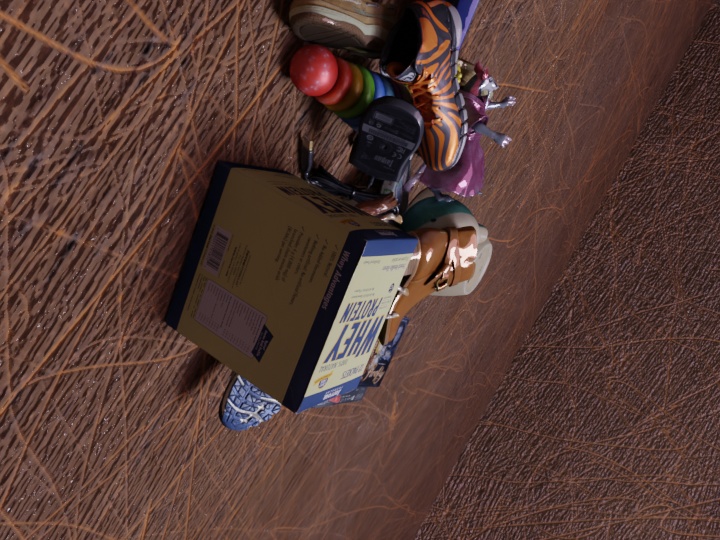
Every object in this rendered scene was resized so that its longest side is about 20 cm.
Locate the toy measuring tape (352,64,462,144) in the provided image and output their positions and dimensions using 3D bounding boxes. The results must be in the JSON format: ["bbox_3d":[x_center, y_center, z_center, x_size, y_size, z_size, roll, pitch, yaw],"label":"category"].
[{"bbox_3d":[0.077,-0.220,0.970,0.200,0.073,0.074,-45,153,-16],"label":"toy measuring tape"}]

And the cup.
[{"bbox_3d":[0.156,-0.033,1.279,0.200,0.142,0.202,-44,151,-33],"label":"cup"}]

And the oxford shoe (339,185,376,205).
[{"bbox_3d":[-0.016,-0.066,0.974,0.199,0.073,0.072,-30,141,-51],"label":"oxford shoe"}]

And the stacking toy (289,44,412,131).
[{"bbox_3d":[-0.016,-0.212,0.826,0.199,0.085,0.086,6,111,-58],"label":"stacking toy"}]

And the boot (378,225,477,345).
[{"bbox_3d":[0.093,0.024,1.026,0.153,0.074,0.202,-13,137,-21],"label":"boot"}]

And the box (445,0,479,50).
[{"bbox_3d":[0.117,-0.351,0.899,0.032,0.121,0.202,18,104,-24],"label":"box"}]

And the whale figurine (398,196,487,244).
[{"bbox_3d":[0.126,-0.046,1.124,0.157,0.105,0.200,-25,153,4],"label":"whale figurine"}]

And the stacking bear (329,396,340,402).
[{"bbox_3d":[-0.051,0.074,1.021,0.114,0.120,0.202,91,20,-84],"label":"stacking bear"}]

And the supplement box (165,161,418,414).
[{"bbox_3d":[-0.078,0.013,0.778,0.134,0.198,0.202,-6,122,-62],"label":"supplement box"}]

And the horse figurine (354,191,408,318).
[{"bbox_3d":[0.000,0.000,0.864,0.131,0.050,0.203,-8,110,-27],"label":"horse figurine"}]

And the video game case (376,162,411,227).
[{"bbox_3d":[0.046,-0.079,1.068,0.201,0.022,0.184,89,16,-55],"label":"video game case"}]

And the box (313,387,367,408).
[{"bbox_3d":[-0.024,0.156,1.229,0.159,0.051,0.199,-65,156,7],"label":"box"}]

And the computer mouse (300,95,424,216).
[{"bbox_3d":[0.000,-0.153,0.833,0.201,0.139,0.046,106,4,-57],"label":"computer mouse"}]

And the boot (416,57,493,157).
[{"bbox_3d":[0.137,-0.247,1.103,0.157,0.072,0.200,-63,159,7],"label":"boot"}]

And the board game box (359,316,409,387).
[{"bbox_3d":[0.008,0.125,1.160,0.137,0.034,0.200,-66,154,2],"label":"board game box"}]

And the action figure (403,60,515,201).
[{"bbox_3d":[0.154,-0.212,1.041,0.134,0.147,0.203,-59,156,-64],"label":"action figure"}]

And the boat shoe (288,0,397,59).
[{"bbox_3d":[-0.015,-0.287,0.768,0.199,0.071,0.077,-16,110,-64],"label":"boat shoe"}]

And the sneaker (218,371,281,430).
[{"bbox_3d":[-0.129,0.120,0.916,0.077,0.085,0.201,45,58,-26],"label":"sneaker"}]

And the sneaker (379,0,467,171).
[{"bbox_3d":[0.068,-0.211,0.816,0.112,0.077,0.203,-27,115,-50],"label":"sneaker"}]
